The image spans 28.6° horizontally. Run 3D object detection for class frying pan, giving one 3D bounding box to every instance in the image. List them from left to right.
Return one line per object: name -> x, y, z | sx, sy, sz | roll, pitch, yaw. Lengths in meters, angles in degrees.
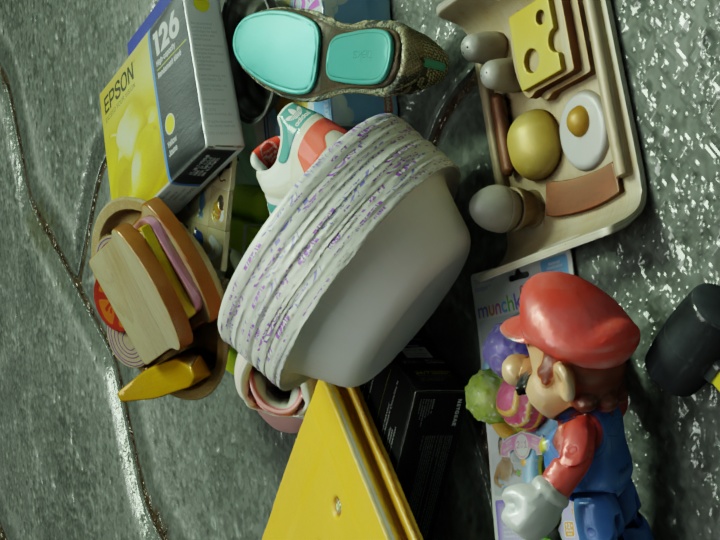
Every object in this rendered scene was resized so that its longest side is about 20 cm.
frying pan -> -0.099, -0.155, 1.175 | 0.116, 0.031, 0.191 | 66, 149, 29

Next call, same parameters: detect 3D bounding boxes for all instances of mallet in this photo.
mallet -> 0.234, 0.091, 0.780 | 0.201, 0.041, 0.066 | 53, 138, 37

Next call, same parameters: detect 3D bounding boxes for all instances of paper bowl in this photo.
paper bowl -> 0.000, 0.000, 0.989 | 0.104, 0.200, 0.202 | 39, 132, 11

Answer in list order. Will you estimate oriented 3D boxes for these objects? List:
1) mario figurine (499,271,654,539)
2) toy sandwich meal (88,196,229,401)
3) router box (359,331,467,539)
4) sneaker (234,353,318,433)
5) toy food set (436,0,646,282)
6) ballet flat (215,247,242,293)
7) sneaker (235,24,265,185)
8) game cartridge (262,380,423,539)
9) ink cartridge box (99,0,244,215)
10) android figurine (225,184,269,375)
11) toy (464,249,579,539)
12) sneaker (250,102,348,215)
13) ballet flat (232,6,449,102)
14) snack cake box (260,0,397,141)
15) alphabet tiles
mario figurine -> 0.125, 0.101, 0.875 | 0.123, 0.104, 0.203 | -123, 22, -83
toy sandwich meal -> -0.184, 0.031, 1.198 | 0.204, 0.070, 0.208 | 26, 128, 37
router box -> 0.014, 0.144, 1.104 | 0.149, 0.050, 0.203 | -130, 48, -56
sneaker -> -0.067, 0.095, 1.159 | 0.202, 0.074, 0.106 | 94, -176, -48
toy food set -> 0.109, -0.105, 0.940 | 0.143, 0.060, 0.203 | -24, 73, 57
ballet flat -> -0.135, 0.005, 1.281 | 0.066, 0.070, 0.200 | -58, 39, 4
sneaker -> -0.106, -0.173, 1.263 | 0.117, 0.073, 0.204 | -4, 91, 52
game cartridge -> -0.018, 0.209, 1.071 | 0.177, 0.032, 0.202 | -115, 33, -42
ink cartridge box -> -0.172, -0.156, 1.227 | 0.197, 0.046, 0.203 | -36, 61, 53
android figurine -> -0.105, 0.013, 1.313 | 0.199, 0.041, 0.185 | 17, 107, 57
toy -> 0.106, 0.094, 0.971 | 0.115, 0.047, 0.203 | -18, 78, 56
sneaker -> -0.045, -0.061, 1.129 | 0.093, 0.070, 0.200 | 42, 152, 11
ballet flat -> -0.011, -0.154, 1.038 | 0.199, 0.075, 0.069 | 15, 97, 48
snack cake box -> -0.032, -0.209, 1.154 | 0.115, 0.066, 0.203 | -9, 85, 59
alphabet tiles -> -0.159, -0.065, 1.247 | 0.199, 0.006, 0.169 | 17, 102, 57
